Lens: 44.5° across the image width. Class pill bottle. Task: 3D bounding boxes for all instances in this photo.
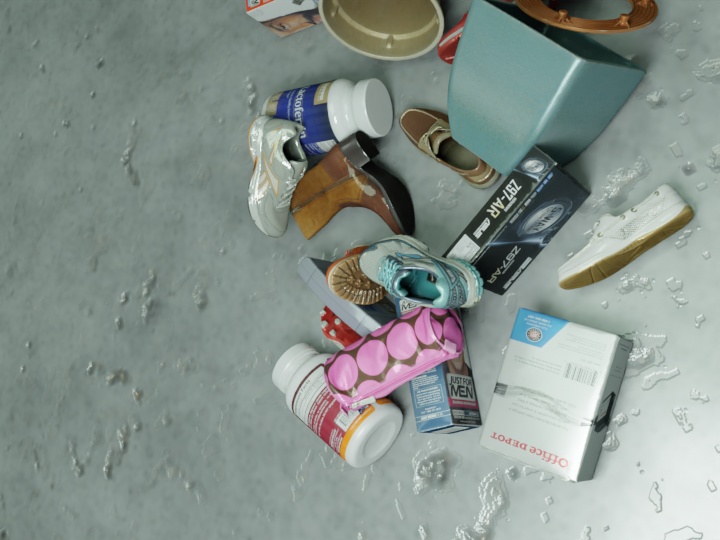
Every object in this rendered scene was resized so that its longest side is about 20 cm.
[{"bbox_3d":[-0.040,0.201,1.354,0.200,0.113,0.113,37,99,32],"label":"pill bottle"},{"bbox_3d":[-0.055,-0.254,1.458,0.200,0.116,0.116,-6,77,29],"label":"pill bottle"}]

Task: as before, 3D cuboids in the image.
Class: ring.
[{"bbox_3d":[0.317,-0.383,1.235,0.200,0.200,0.019,33,137,32],"label":"ring"}]

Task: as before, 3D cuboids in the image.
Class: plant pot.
[{"bbox_3d":[0.051,-0.473,1.403,0.200,0.200,0.184,-1,61,31],"label":"plant pot"},{"bbox_3d":[0.238,-0.244,1.241,0.196,0.196,0.200,42,120,30],"label":"plant pot"}]

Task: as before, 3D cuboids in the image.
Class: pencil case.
[{"bbox_3d":[0.047,0.123,1.216,0.200,0.091,0.094,-34,28,24],"label":"pencil case"}]

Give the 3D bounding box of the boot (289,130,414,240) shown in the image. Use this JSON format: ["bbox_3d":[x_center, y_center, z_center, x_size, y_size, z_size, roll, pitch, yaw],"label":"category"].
[{"bbox_3d":[-0.028,-0.100,1.431,0.200,0.068,0.188,-33,97,34],"label":"boot"}]

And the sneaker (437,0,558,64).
[{"bbox_3d":[0.203,-0.410,1.375,0.200,0.078,0.116,-24,55,18],"label":"sneaker"}]

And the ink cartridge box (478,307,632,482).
[{"bbox_3d":[0.265,0.168,1.195,0.145,0.084,0.200,16,88,32],"label":"ink cartridge box"}]

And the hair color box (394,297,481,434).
[{"bbox_3d":[0.114,0.133,1.283,0.060,0.100,0.200,-19,71,28],"label":"hair color box"}]

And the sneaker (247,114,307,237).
[{"bbox_3d":[-0.127,-0.148,1.417,0.092,0.076,0.200,8,110,29],"label":"sneaker"}]

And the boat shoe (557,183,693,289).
[{"bbox_3d":[0.350,-0.047,1.202,0.200,0.071,0.069,-33,63,12],"label":"boat shoe"}]

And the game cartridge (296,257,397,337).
[{"bbox_3d":[-0.004,0.049,1.352,0.200,0.133,0.042,42,103,30],"label":"game cartridge"}]

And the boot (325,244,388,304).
[{"bbox_3d":[0.000,0.000,1.330,0.107,0.200,0.075,15,105,37],"label":"boot"}]

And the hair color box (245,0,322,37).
[{"bbox_3d":[-0.089,-0.483,1.529,0.200,0.111,0.064,-12,74,29],"label":"hair color box"}]

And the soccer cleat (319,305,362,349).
[{"bbox_3d":[-0.002,0.111,1.379,0.069,0.085,0.200,-41,38,-3],"label":"soccer cleat"}]

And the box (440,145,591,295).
[{"bbox_3d":[0.218,-0.063,1.227,0.200,0.160,0.044,-51,60,12],"label":"box"}]

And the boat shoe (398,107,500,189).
[{"bbox_3d":[0.132,-0.201,1.359,0.200,0.072,0.076,37,99,31],"label":"boat shoe"}]

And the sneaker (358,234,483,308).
[{"bbox_3d":[0.063,0.002,1.176,0.200,0.086,0.078,16,110,42],"label":"sneaker"}]
